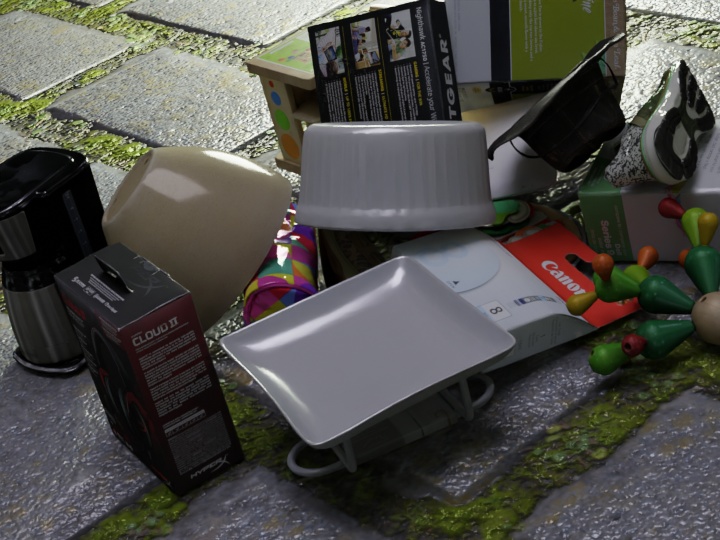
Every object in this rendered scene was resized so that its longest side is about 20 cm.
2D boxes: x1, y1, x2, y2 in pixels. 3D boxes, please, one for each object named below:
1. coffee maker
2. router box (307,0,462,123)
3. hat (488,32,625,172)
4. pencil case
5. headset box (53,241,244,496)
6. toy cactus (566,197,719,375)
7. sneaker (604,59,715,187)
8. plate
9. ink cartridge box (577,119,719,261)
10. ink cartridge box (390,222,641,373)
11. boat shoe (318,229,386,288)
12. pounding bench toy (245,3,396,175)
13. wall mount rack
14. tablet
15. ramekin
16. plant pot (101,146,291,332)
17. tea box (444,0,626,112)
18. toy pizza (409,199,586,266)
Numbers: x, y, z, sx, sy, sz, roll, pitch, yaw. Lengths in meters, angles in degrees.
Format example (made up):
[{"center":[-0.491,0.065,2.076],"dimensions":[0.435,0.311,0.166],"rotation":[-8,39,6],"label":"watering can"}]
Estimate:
[{"center":[-0.313,-0.025,1.590],"dimensions":[0.134,0.201,0.193],"rotation":[-3,31,19],"label":"coffee maker"},{"center":[0.030,-0.175,1.622],"dimensions":[0.148,0.202,0.051],"rotation":[-8,-1,27],"label":"router box"},{"center":[0.213,-0.149,1.501],"dimensions":[0.201,0.081,0.201],"rotation":[-44,1,1],"label":"hat"},{"center":[-0.079,0.004,1.547],"dimensions":[0.088,0.089,0.200],"rotation":[-14,30,3],"label":"pencil case"},{"center":[-0.192,0.077,1.355],"dimensions":[0.075,0.201,0.148],"rotation":[-28,32,-23],"label":"headset box"},{"center":[0.283,0.020,1.337],"dimensions":[0.164,0.103,0.200],"rotation":[23,49,26],"label":"toy cactus"},{"center":[0.282,-0.140,1.473],"dimensions":[0.088,0.077,0.200],"rotation":[-19,19,33],"label":"sneaker"},{"center":[0.005,0.072,1.301],"dimensions":[0.199,0.033,0.199],"rotation":[-25,32,-18],"label":"plate"},{"center":[0.332,-0.080,1.492],"dimensions":[0.198,0.088,0.146],"rotation":[-2,32,28],"label":"ink cartridge box"},{"center":[0.152,0.006,1.419],"dimensions":[0.199,0.048,0.160],"rotation":[-20,40,-23],"label":"ink cartridge box"},{"center":[0.000,0.000,1.538],"dimensions":[0.062,0.074,0.200],"rotation":[-13,34,-10],"label":"boat shoe"},{"center":[-0.006,-0.209,1.805],"dimensions":[0.199,0.157,0.124],"rotation":[-34,34,-28],"label":"pounding bench toy"},{"center":[0.011,0.098,1.351],"dimensions":[0.199,0.075,0.174],"rotation":[-22,29,-14],"label":"wall mount rack"},{"center":[0.120,-0.125,1.642],"dimensions":[0.198,0.014,0.131],"rotation":[-11,53,24],"label":"tablet"},{"center":[0.033,-0.095,1.486],"dimensions":[0.198,0.099,0.200],"rotation":[-1,6,0],"label":"ramekin"},{"center":[-0.182,-0.048,1.539],"dimensions":[0.200,0.134,0.201],"rotation":[-47,20,23],"label":"plant pot"},{"center":[0.197,-0.258,1.702],"dimensions":[0.195,0.135,0.200],"rotation":[-1,-3,7],"label":"tea box"},{"center":[0.130,-0.023,1.548],"dimensions":[0.198,0.032,0.201],"rotation":[-12,29,7],"label":"toy pizza"}]
